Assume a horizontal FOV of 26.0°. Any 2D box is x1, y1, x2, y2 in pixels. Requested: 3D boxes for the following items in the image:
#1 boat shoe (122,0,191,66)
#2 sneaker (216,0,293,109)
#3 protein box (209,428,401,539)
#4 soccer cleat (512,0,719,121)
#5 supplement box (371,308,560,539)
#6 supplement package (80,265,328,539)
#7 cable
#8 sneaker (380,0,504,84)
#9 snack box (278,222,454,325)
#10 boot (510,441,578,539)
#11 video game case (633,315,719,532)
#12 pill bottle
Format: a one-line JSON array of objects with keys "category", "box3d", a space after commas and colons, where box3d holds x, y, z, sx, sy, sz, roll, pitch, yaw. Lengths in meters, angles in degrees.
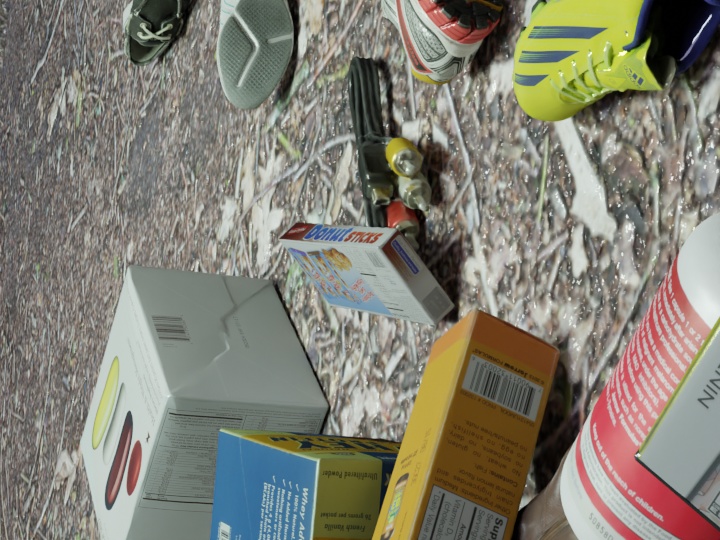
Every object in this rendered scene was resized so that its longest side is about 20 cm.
[{"category": "boat shoe", "box3d": [-0.229, -0.286, 1.763, 0.200, 0.070, 0.065, 141, 131, -70]}, {"category": "sneaker", "box3d": [-0.098, -0.244, 1.460, 0.080, 0.069, 0.203, 127, 147, -75]}, {"category": "protein box", "box3d": [-0.013, 0.218, 1.058, 0.200, 0.133, 0.202, 180, 95, -67]}, {"category": "soccer cleat", "box3d": [0.142, -0.126, 0.862, 0.200, 0.064, 0.085, 135, 133, -55]}, {"category": "supplement box", "box3d": [0.056, 0.129, 0.917, 0.067, 0.068, 0.202, -45, 21, 61]}, {"category": "supplement package", "box3d": [-0.145, 0.137, 1.367, 0.192, 0.145, 0.202, -119, 41, -52]}, {"category": "cable", "box3d": [0.021, -0.086, 1.193, 0.201, 0.050, 0.098, -98, 7, -55]}, {"category": "sneaker", "box3d": [0.036, -0.217, 1.112, 0.083, 0.077, 0.202, 118, 148, -44]}, {"category": "snack box", "box3d": [0.000, 0.000, 1.161, 0.024, 0.072, 0.200, -43, 18, -15]}, {"category": "boot", "box3d": [0.109, 0.203, 0.865, 0.201, 0.064, 0.188, 125, 156, -44]}, {"category": "video game case", "box3d": [0.216, 0.067, 0.565, 0.200, 0.025, 0.182, 40, 129, 22]}, {"category": "pill bottle", "box3d": [0.174, 0.047, 0.688, 0.113, 0.111, 0.201, -112, 35, -47]}]
